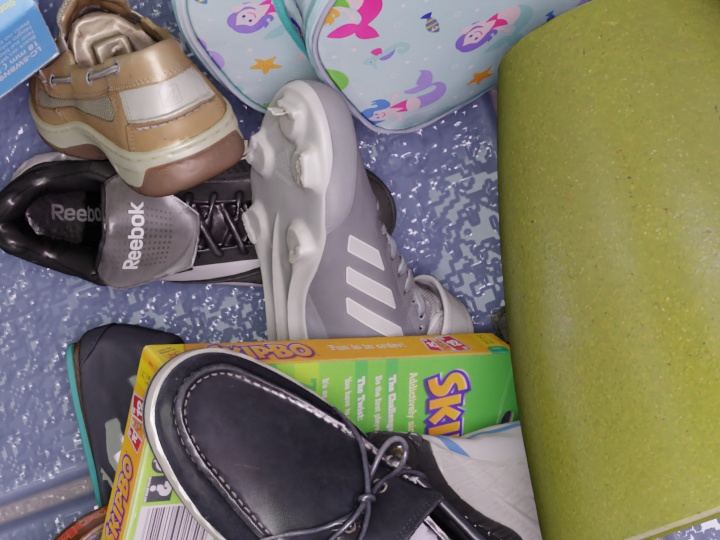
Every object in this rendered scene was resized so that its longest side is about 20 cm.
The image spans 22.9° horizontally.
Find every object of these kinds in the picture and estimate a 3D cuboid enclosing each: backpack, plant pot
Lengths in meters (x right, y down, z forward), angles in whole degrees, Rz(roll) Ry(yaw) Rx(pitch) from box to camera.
[{"bbox_3d":[0.007,-0.153,0.785,0.199,0.178,0.151,-25,60,8],"label":"backpack"},{"bbox_3d":[0.131,-0.006,0.705,0.186,0.187,0.201,-19,78,7],"label":"plant pot"}]

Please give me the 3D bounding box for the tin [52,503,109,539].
[{"bbox_3d":[-0.075,0.193,0.799,0.112,0.042,0.200,-39,111,-23],"label":"tin"}]

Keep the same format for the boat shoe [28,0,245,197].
[{"bbox_3d":[-0.110,-0.094,0.798,0.071,0.200,0.076,-30,115,-19],"label":"boat shoe"}]

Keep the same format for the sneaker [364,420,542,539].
[{"bbox_3d":[0.051,0.103,0.780,0.199,0.072,0.072,-4,71,-23],"label":"sneaker"}]

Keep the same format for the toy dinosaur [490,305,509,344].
[{"bbox_3d":[0.124,-0.040,0.811,0.088,0.047,0.201,7,112,-27],"label":"toy dinosaur"}]

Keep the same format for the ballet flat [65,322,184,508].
[{"bbox_3d":[-0.094,0.122,0.840,0.073,0.073,0.201,-10,82,8],"label":"ballet flat"}]

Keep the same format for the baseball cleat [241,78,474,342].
[{"bbox_3d":[0.000,0.000,0.803,0.106,0.070,0.201,-15,126,-27],"label":"baseball cleat"}]

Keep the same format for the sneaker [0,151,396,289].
[{"bbox_3d":[-0.085,-0.021,0.832,0.199,0.091,0.067,3,101,10],"label":"sneaker"}]

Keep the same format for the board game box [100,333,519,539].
[{"bbox_3d":[-0.012,0.076,0.776,0.030,0.199,0.096,42,123,50],"label":"board game box"}]

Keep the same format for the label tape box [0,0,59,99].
[{"bbox_3d":[-0.233,-0.127,0.826,0.144,0.063,0.200,-36,41,5],"label":"label tape box"}]

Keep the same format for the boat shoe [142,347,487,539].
[{"bbox_3d":[0.001,0.100,0.685,0.200,0.062,0.075,43,64,-1],"label":"boat shoe"}]
